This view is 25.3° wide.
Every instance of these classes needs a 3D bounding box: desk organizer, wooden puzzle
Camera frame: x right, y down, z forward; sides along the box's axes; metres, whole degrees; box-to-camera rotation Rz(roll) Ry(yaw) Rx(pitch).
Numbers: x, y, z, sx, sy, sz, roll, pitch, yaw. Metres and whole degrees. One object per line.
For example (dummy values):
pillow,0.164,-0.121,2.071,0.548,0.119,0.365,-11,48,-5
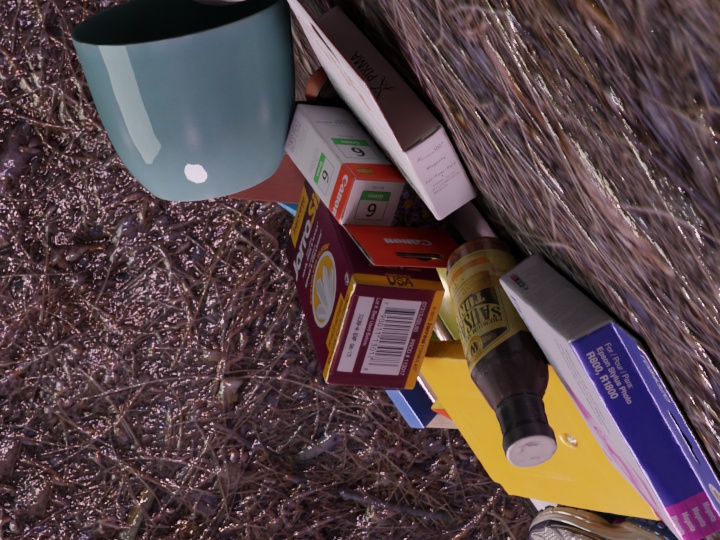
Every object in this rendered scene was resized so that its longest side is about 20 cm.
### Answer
desk organizer,-0.068,-0.115,1.582,0.199,0.072,0.077,7,142,44
wooden puzzle,0.056,0.101,1.658,0.186,0.046,0.199,55,156,-18

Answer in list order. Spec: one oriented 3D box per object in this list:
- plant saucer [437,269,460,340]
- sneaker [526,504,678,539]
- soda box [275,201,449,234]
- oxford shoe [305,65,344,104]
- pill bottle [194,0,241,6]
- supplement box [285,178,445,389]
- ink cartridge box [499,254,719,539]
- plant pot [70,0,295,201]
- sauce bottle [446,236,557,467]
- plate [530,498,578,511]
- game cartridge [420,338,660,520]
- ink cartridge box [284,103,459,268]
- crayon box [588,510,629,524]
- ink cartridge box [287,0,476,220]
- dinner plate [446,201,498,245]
plant saucer,0.111,0.046,1.460,0.201,0.031,0.200,56,173,11
sneaker,0.208,0.262,1.423,0.077,0.086,0.199,37,157,-24
soda box,0.003,-0.057,1.608,0.199,0.068,0.064,29,176,34
oxford shoe,-0.007,-0.136,1.632,0.073,0.071,0.200,50,175,22
pill bottle,-0.133,-0.300,1.435,0.113,0.112,0.200,57,177,-25
supplement box,0.000,0.000,1.435,0.201,0.085,0.111,-111,32,-53
ink cartridge box,0.190,0.101,1.168,0.197,0.043,0.200,58,179,-22
plant pot,-0.148,-0.159,1.466,0.201,0.199,0.162,-129,26,-65
sauce bottle,0.114,0.063,1.272,0.066,0.066,0.201,58,-166,-45
plate,0.239,0.262,1.613,0.199,0.032,0.200,24,-155,-51
game cartridge,0.154,0.132,1.379,0.199,0.032,0.177,2,132,53
ink cartridge box,0.022,-0.075,1.396,0.200,0.108,0.051,53,133,48
crayon box,0.204,0.166,1.540,0.200,0.058,0.119,55,178,37
ink cartridge box,0.008,-0.159,1.323,0.200,0.043,0.174,55,176,43
dinner plate,0.123,0.004,1.450,0.201,0.024,0.200,55,177,4
